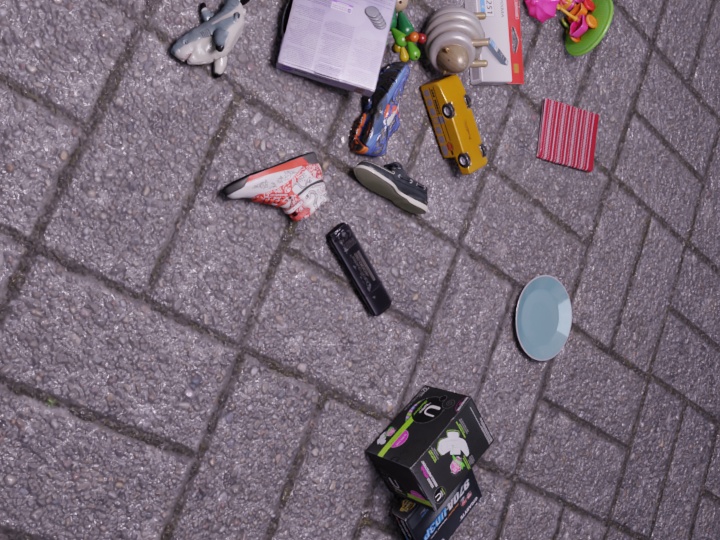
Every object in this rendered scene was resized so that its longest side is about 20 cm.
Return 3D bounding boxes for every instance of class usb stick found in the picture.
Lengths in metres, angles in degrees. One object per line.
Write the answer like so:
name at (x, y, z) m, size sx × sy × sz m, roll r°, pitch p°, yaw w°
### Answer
usb stick at (0.000, 0.000, 1.542) m, size 0.055 × 0.032 × 0.201 m, roll -39°, pitch 113°, yaw -21°

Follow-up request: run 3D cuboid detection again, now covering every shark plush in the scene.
shark plush at (-0.241, -0.430, 1.337) m, size 0.082 × 0.091 × 0.202 m, roll 25°, pitch 80°, yaw -3°

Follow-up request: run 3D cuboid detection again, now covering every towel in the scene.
towel at (0.504, -0.326, 1.910) m, size 0.198 × 0.022 × 0.147 m, roll 7°, pitch 89°, yaw -34°

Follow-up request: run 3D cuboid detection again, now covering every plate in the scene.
plate at (0.428, 0.112, 1.863) m, size 0.198 × 0.025 × 0.203 m, roll 0°, pitch 90°, yaw -36°

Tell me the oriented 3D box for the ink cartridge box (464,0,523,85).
ink cartridge box at (0.312, -0.518, 1.751) m, size 0.174 × 0.044 × 0.203 m, roll -9°, pitch 97°, yaw -35°

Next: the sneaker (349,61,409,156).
sneaker at (0.046, -0.315, 1.546) m, size 0.078 × 0.075 × 0.202 m, roll 23°, pitch 93°, yaw -45°

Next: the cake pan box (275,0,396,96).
cake pan box at (-0.048, -0.436, 1.441) m, size 0.197 × 0.052 × 0.187 m, roll 13°, pitch 84°, yaw -12°

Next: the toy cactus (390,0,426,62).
toy cactus at (0.063, -0.511, 1.549) m, size 0.199 × 0.102 × 0.167 m, roll 32°, pitch 63°, yaw -23°

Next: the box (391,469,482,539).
box at (0.163, 0.487, 1.645) m, size 0.200 × 0.046 × 0.160 m, roll -42°, pitch 127°, yaw -27°

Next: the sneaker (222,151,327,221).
sneaker at (-0.144, -0.134, 1.411) m, size 0.200 × 0.067 × 0.109 m, roll -27°, pitch 104°, yaw -35°

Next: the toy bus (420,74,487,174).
toy bus at (0.197, -0.304, 1.650) m, size 0.065 × 0.078 × 0.202 m, roll -31°, pitch 109°, yaw -32°

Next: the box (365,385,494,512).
box at (0.140, 0.352, 1.581) m, size 0.200 × 0.148 × 0.125 m, roll -42°, pitch 116°, yaw -28°

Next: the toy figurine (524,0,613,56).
toy figurine at (0.465, -0.625, 1.824) m, size 0.182 × 0.150 × 0.202 m, roll 21°, pitch 57°, yaw -25°

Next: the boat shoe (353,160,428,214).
boat shoe at (0.068, -0.181, 1.562) m, size 0.198 × 0.074 × 0.067 m, roll 27°, pitch 74°, yaw -34°

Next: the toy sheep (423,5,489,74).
toy sheep at (0.193, -0.474, 1.608) m, size 0.137 × 0.137 × 0.202 m, roll 36°, pitch 38°, yaw -31°
